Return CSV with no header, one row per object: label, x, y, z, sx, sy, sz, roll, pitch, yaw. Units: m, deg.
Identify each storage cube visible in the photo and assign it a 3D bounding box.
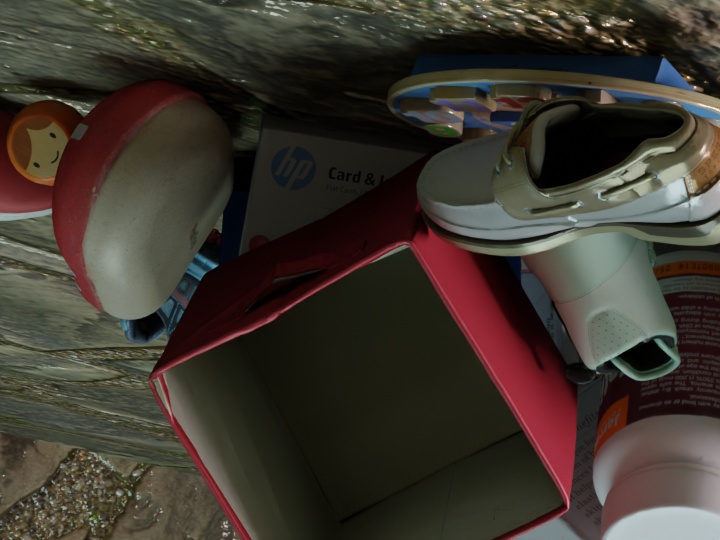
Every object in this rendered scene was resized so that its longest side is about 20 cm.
storage cube,0.009,0.065,1.343,0.171,0.200,0.180,-28,-166,15

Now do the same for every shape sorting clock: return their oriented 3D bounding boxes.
shape sorting clock,0.113,-0.081,1.286,0.199,0.039,0.200,8,169,1

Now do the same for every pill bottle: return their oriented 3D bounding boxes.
pill bottle,0.200,0.095,1.441,0.114,0.200,0.114,6,136,6

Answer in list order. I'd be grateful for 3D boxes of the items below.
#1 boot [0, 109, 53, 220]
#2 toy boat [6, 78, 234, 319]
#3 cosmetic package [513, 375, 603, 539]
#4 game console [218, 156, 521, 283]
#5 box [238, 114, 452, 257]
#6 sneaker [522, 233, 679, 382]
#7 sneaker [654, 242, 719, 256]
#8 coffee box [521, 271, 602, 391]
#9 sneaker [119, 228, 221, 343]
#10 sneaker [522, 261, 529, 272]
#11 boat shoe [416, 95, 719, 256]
boot,-0.252,-0.086,1.447,0.200,0.073,0.144,16,166,-21
toy boat,-0.155,-0.057,1.435,0.131,0.131,0.200,31,170,3
cosmetic package,0.212,0.184,1.552,0.200,0.167,0.167,42,154,33
game console,0.000,0.000,1.580,0.199,0.119,0.171,10,169,-7
box,-0.001,0.016,1.457,0.155,0.201,0.041,9,-166,-7
sneaker,0.147,0.011,1.400,0.074,0.118,0.200,-29,173,18
sneaker,0.257,0.012,1.569,0.200,0.074,0.118,18,163,0
coffee box,0.179,0.059,1.685,0.200,0.113,0.080,3,176,-44
sneaker,-0.157,0.000,1.657,0.079,0.096,0.200,13,-170,-40
sneaker,0.128,0.053,1.808,0.075,0.105,0.200,6,170,0
boat shoe,0.103,-0.055,1.193,0.200,0.075,0.068,-3,142,40
